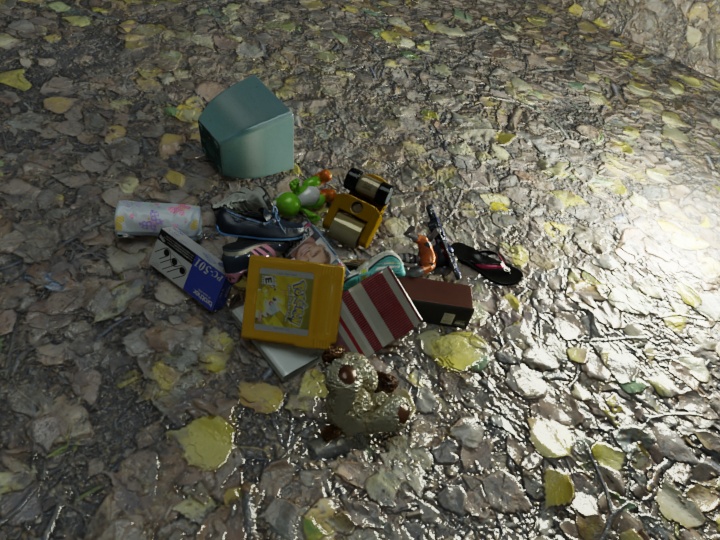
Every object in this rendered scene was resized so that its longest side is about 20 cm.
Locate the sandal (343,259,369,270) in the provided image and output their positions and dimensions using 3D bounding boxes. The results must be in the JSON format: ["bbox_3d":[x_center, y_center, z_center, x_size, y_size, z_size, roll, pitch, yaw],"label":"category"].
[{"bbox_3d":[0.000,0.000,1.528,0.199,0.082,0.055,-12,33,-19],"label":"sandal"}]

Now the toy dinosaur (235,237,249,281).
[{"bbox_3d":[-0.266,-0.052,1.493,0.077,0.102,0.200,26,46,11],"label":"toy dinosaur"}]

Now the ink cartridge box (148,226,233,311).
[{"bbox_3d":[-0.370,-0.006,1.427,0.200,0.094,0.044,34,23,17],"label":"ink cartridge box"}]

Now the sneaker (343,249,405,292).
[{"bbox_3d":[0.009,0.033,1.452,0.200,0.078,0.080,-36,71,4],"label":"sneaker"}]

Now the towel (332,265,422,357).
[{"bbox_3d":[0.011,0.100,1.364,0.200,0.023,0.144,-32,96,-1],"label":"towel"}]

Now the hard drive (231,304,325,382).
[{"bbox_3d":[-0.168,0.133,1.399,0.132,0.026,0.200,-26,58,-31],"label":"hard drive"}]

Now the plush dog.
[{"bbox_3d":[-0.011,0.236,1.285,0.200,0.160,0.172,36,31,-18],"label":"plush dog"}]

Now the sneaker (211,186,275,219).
[{"bbox_3d":[-0.285,-0.145,1.560,0.115,0.076,0.200,-34,23,-22],"label":"sneaker"}]

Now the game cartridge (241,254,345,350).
[{"bbox_3d":[-0.139,0.066,1.335,0.199,0.177,0.032,7,2,9],"label":"game cartridge"}]

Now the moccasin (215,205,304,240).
[{"bbox_3d":[-0.215,-0.106,1.431,0.199,0.068,0.080,1,16,-29],"label":"moccasin"}]

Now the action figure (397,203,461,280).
[{"bbox_3d":[0.157,-0.058,1.572,0.193,0.104,0.201,9,59,-57],"label":"action figure"}]

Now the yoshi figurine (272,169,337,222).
[{"bbox_3d":[-0.145,-0.181,1.640,0.200,0.112,0.112,-30,67,-30],"label":"yoshi figurine"}]

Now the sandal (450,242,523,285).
[{"bbox_3d":[0.318,-0.023,1.643,0.200,0.045,0.075,27,48,12],"label":"sandal"}]

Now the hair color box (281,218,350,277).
[{"bbox_3d":[-0.111,-0.028,1.470,0.100,0.061,0.200,-41,40,2],"label":"hair color box"}]

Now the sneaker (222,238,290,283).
[{"bbox_3d":[-0.228,-0.025,1.420,0.070,0.082,0.200,11,15,32],"label":"sneaker"}]

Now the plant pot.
[{"bbox_3d":[-0.311,-0.357,1.712,0.200,0.196,0.196,-29,60,-24],"label":"plant pot"}]

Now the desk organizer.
[{"bbox_3d":[0.157,0.070,1.504,0.199,0.072,0.077,9,44,-5],"label":"desk organizer"}]

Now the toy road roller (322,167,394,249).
[{"bbox_3d":[0.003,-0.151,1.657,0.123,0.146,0.200,26,85,11],"label":"toy road roller"}]

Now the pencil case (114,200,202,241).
[{"bbox_3d":[-0.470,-0.115,1.516,0.199,0.083,0.091,2,46,-12],"label":"pencil case"}]
